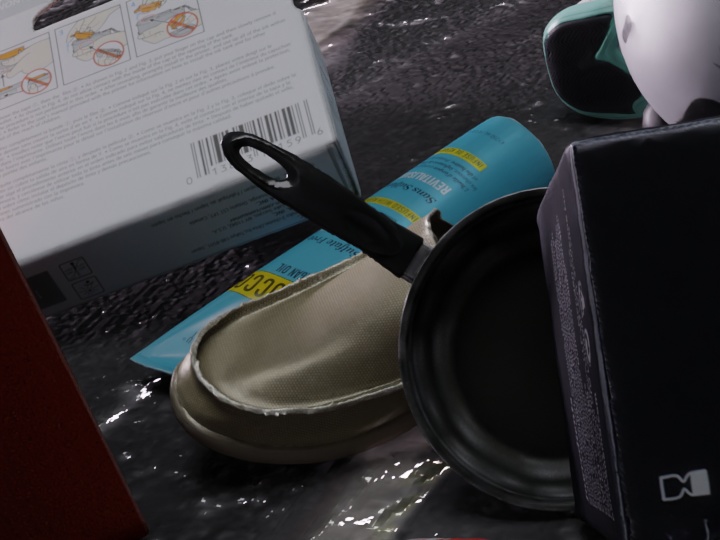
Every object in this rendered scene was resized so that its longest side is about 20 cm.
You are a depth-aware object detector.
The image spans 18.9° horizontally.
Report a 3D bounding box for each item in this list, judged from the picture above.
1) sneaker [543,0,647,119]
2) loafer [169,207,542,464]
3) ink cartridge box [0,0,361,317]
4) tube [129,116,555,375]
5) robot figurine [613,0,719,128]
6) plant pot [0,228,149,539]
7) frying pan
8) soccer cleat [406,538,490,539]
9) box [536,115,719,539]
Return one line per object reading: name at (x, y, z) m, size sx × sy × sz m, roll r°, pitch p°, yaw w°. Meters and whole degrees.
sneaker at (0.204, -0.129, 1.080) m, size 0.199 × 0.078 × 0.140 m, roll 10°, pitch 32°, yaw 35°
loafer at (0.021, 0.016, 0.834) m, size 0.198 × 0.069 × 0.076 m, roll -15°, pitch 44°, yaw -12°
ink cartridge box at (-0.113, -0.072, 1.000) m, size 0.198 × 0.044 × 0.175 m, roll -20°, pitch 48°, yaw 6°
tube at (0.000, 0.000, 0.930) m, size 0.199 × 0.051 × 0.077 m, roll -34°, pitch 28°, yaw -30°
robot figurine at (0.186, -0.097, 0.795) m, size 0.199 × 0.152 × 0.124 m, roll 2°, pitch 17°, yaw -38°
plant pot at (-0.217, 0.022, 0.801) m, size 0.175 × 0.201 × 0.200 m, roll -28°, pitch 28°, yaw -10°
frying pan at (0.034, 0.022, 0.780) m, size 0.188 × 0.116 × 0.031 m, roll 9°, pitch -6°, yaw 5°
soccer cleat at (0.090, 0.112, 0.583) m, size 0.199 × 0.069 × 0.085 m, roll 12°, pitch 23°, yaw 34°
box at (0.159, 0.012, 0.664) m, size 0.195 × 0.119 × 0.200 m, roll -9°, pitch -5°, yaw 1°
